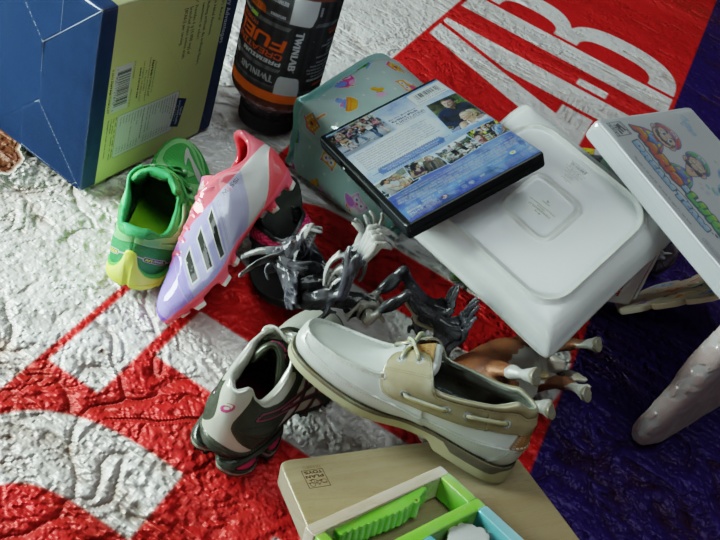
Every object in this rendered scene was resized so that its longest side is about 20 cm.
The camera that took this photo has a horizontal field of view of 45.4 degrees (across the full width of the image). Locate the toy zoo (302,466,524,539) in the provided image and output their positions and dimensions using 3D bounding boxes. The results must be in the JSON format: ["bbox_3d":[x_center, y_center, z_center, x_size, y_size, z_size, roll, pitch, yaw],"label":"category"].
[{"bbox_3d":[0.071,0.208,0.532,0.129,0.021,0.199,-11,36,-39],"label":"toy zoo"}]

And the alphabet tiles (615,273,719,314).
[{"bbox_3d":[0.376,0.017,0.916,0.193,0.198,0.015,-17,90,-38],"label":"alphabet tiles"}]

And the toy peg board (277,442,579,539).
[{"bbox_3d":[0.055,0.229,0.615,0.196,0.100,0.200,-1,30,-26],"label":"toy peg board"}]

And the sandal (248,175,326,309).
[{"bbox_3d":[-0.079,-0.040,0.847,0.073,0.046,0.202,-10,45,-8],"label":"sandal"}]

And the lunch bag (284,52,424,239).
[{"bbox_3d":[0.039,-0.151,0.976,0.169,0.123,0.199,37,48,18],"label":"lunch bag"}]

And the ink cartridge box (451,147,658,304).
[{"bbox_3d":[0.200,-0.050,0.882,0.195,0.146,0.085,7,54,2],"label":"ink cartridge box"}]

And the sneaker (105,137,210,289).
[{"bbox_3d":[-0.182,-0.068,0.813,0.073,0.084,0.202,15,40,-7],"label":"sneaker"}]

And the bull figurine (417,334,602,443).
[{"bbox_3d":[0.128,0.099,0.764,0.120,0.067,0.198,-1,13,42],"label":"bull figurine"}]

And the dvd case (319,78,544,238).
[{"bbox_3d":[0.059,-0.112,0.806,0.141,0.018,0.200,-28,39,-10],"label":"dvd case"}]

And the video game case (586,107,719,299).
[{"bbox_3d":[0.324,-0.070,0.807,0.180,0.024,0.202,-14,62,-41],"label":"video game case"}]

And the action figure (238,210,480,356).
[{"bbox_3d":[0.000,0.000,0.741,0.197,0.104,0.119,21,15,-14],"label":"action figure"}]

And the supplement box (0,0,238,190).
[{"bbox_3d":[-0.244,-0.227,0.865,0.133,0.202,0.199,35,41,13],"label":"supplement box"}]

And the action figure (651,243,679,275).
[{"bbox_3d":[0.274,-0.045,1.008,0.196,0.070,0.133,1,62,-17],"label":"action figure"}]

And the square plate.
[{"bbox_3d":[0.159,-0.052,0.777,0.197,0.029,0.200,-38,67,-22],"label":"square plate"}]

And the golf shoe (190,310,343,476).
[{"bbox_3d":[-0.059,0.080,0.709,0.076,0.089,0.200,28,38,10],"label":"golf shoe"}]

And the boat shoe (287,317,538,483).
[{"bbox_3d":[0.042,0.082,0.659,0.197,0.069,0.075,27,27,-2],"label":"boat shoe"}]

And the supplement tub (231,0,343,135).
[{"bbox_3d":[-0.085,-0.254,0.966,0.105,0.202,0.108,12,40,-10],"label":"supplement tub"}]

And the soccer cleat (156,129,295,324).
[{"bbox_3d":[-0.135,-0.041,0.784,0.076,0.066,0.201,43,59,-17],"label":"soccer cleat"}]

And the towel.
[{"bbox_3d":[0.364,0.075,0.820,0.189,0.202,0.032,-16,53,-37],"label":"towel"}]
